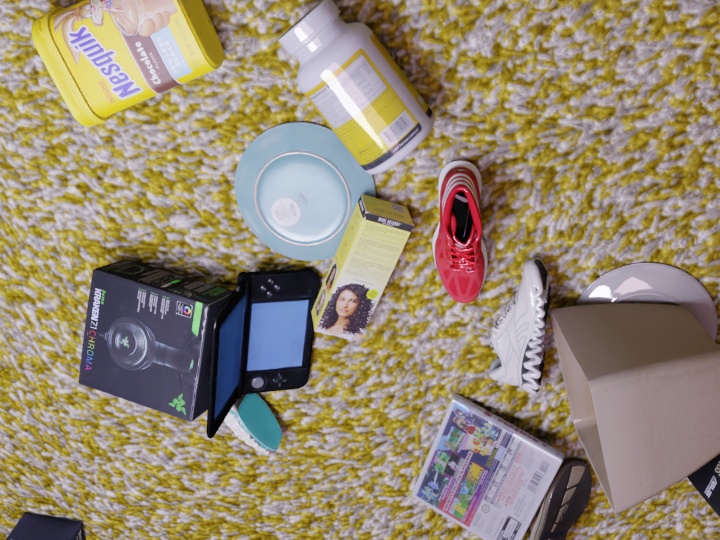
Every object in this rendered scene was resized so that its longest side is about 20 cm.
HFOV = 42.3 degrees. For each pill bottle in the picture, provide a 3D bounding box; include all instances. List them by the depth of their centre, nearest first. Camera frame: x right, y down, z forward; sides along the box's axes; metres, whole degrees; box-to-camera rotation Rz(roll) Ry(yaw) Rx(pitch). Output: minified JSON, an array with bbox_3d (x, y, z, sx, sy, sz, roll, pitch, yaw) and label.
[{"bbox_3d":[-0.007,-0.226,1.130,0.111,0.112,0.201,-33,107,23],"label":"pill bottle"}]

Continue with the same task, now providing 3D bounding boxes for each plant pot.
[{"bbox_3d":[0.367,0.154,1.196,0.174,0.201,0.202,-16,114,4],"label":"plant pot"}]

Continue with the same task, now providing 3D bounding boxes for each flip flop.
[{"bbox_3d":[0.289,0.373,1.412,0.080,0.058,0.203,4,111,-27],"label":"flip flop"}]

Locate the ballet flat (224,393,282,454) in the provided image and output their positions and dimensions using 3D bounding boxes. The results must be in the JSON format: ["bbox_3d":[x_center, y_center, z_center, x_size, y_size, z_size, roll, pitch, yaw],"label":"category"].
[{"bbox_3d":[-0.197,0.199,1.415,0.071,0.072,0.201,-32,102,23],"label":"ballet flat"}]

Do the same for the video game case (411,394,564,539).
[{"bbox_3d":[0.186,0.308,1.393,0.180,0.023,0.202,28,120,15],"label":"video game case"}]

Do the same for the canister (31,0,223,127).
[{"bbox_3d":[-0.288,-0.285,1.166,0.197,0.087,0.150,-18,113,17],"label":"canister"}]

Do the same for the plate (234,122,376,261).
[{"bbox_3d":[-0.077,-0.100,1.257,0.196,0.026,0.203,4,118,7],"label":"plate"}]

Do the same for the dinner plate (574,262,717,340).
[{"bbox_3d":[0.387,0.084,1.271,0.197,0.024,0.203,5,117,9],"label":"dinner plate"}]

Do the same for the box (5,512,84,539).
[{"bbox_3d":[-0.551,0.559,1.577,0.115,0.201,0.200,4,118,8],"label":"box"}]

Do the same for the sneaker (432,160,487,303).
[{"bbox_3d":[0.125,-0.029,1.205,0.077,0.116,0.203,-4,116,12],"label":"sneaker"}]

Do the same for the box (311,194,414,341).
[{"bbox_3d":[0.000,0.000,1.270,0.074,0.050,0.202,12,120,-19],"label":"box"}]

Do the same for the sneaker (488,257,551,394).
[{"bbox_3d":[0.217,0.077,1.273,0.080,0.075,0.203,9,118,15],"label":"sneaker"}]

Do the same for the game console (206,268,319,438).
[{"bbox_3d":[-0.134,0.115,1.291,0.173,0.117,0.203,-3,121,-20],"label":"game console"}]

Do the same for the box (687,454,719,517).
[{"bbox_3d":[0.561,0.237,1.235,0.197,0.086,0.166,2,122,-25],"label":"box"}]

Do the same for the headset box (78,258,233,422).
[{"bbox_3d":[-0.281,0.098,1.314,0.197,0.093,0.177,16,105,14],"label":"headset box"}]
